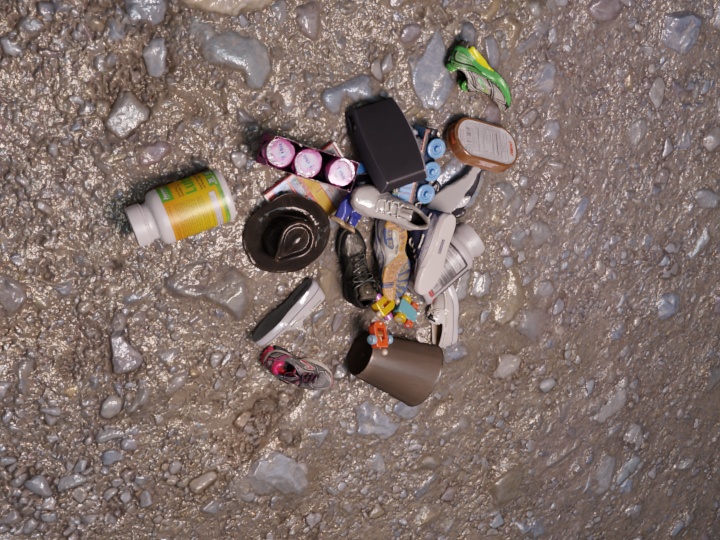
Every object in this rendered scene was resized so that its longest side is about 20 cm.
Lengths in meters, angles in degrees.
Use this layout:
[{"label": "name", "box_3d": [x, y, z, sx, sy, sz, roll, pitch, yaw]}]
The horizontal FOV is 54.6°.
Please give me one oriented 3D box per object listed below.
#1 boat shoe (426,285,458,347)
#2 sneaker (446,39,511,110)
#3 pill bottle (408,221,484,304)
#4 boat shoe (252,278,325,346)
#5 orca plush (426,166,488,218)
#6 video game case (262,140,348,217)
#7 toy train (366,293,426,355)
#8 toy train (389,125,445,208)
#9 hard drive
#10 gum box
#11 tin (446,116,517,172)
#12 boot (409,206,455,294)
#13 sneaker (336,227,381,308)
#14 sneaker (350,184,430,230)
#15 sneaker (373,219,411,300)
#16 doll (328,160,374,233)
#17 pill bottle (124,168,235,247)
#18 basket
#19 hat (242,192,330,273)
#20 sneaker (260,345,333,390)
[{"label": "boat shoe", "box_3d": [0.207, 0.114, 1.809, 0.069, 0.071, 0.201, -19, 123, -23]}, {"label": "sneaker", "box_3d": [0.275, -0.441, 1.631, 0.200, 0.078, 0.085, 38, 97, -24]}, {"label": "pill bottle", "box_3d": [0.203, -0.020, 1.724, 0.200, 0.116, 0.116, -40, 122, -8]}, {"label": "boat shoe", "box_3d": [-0.158, 0.111, 1.613, 0.200, 0.074, 0.067, -44, 120, -6]}, {"label": "orca plush", "box_3d": [0.229, -0.186, 1.721, 0.105, 0.071, 0.201, 28, 83, 12]}, {"label": "video game case", "box_3d": [-0.103, -0.175, 1.565, 0.200, 0.017, 0.143, -39, 122, -9]}, {"label": "toy train", "box_3d": [0.073, 0.131, 1.708, 0.199, 0.055, 0.151, 0, 74, -47]}, {"label": "toy train", "box_3d": [0.122, -0.240, 1.618, 0.114, 0.087, 0.201, 5, 107, -22]}, {"label": "hard drive", "box_3d": [0.061, -0.280, 1.531, 0.134, 0.042, 0.201, -20, 81, -18]}, {"label": "gum box", "box_3d": [-0.118, -0.228, 1.464, 0.199, 0.113, 0.067, 15, 96, -23]}, {"label": "tin", "box_3d": [0.296, -0.301, 1.676, 0.199, 0.042, 0.113, 8, 74, -30]}, {"label": "boot", "box_3d": [0.151, -0.048, 1.646, 0.073, 0.090, 0.201, 21, 90, -49]}, {"label": "sneaker", "box_3d": [0.000, 0.000, 1.631, 0.076, 0.114, 0.201, -13, 113, -24]}, {"label": "sneaker", "box_3d": [0.071, -0.139, 1.542, 0.199, 0.087, 0.075, 15, 94, -27]}, {"label": "sneaker", "box_3d": [0.071, -0.032, 1.664, 0.075, 0.088, 0.201, -5, 104, -24]}, {"label": "doll", "box_3d": [0.003, -0.190, 1.570, 0.136, 0.048, 0.201, 32, 86, -49]}, {"label": "pill bottle", "box_3d": [-0.361, -0.121, 1.397, 0.199, 0.111, 0.112, -23, 118, -18]}, {"label": "basket", "box_3d": [0.079, 0.238, 1.754, 0.199, 0.136, 0.181, 22, 110, -27]}, {"label": "hat", "box_3d": [-0.154, -0.063, 1.526, 0.199, 0.081, 0.202, -8, 120, -13]}, {"label": "sneaker", "box_3d": [-0.147, 0.249, 1.673, 0.199, 0.075, 0.081, 24, 97, -33]}]
